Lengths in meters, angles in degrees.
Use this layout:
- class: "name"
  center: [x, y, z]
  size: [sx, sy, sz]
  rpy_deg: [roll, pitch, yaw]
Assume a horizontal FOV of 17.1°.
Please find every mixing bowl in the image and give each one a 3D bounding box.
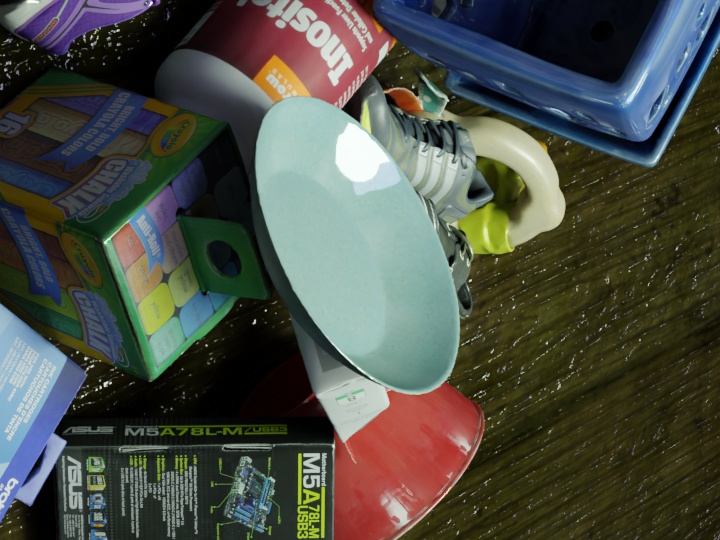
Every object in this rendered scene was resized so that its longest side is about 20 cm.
- class: "mixing bowl"
  center: [-0.021, 0.122, 1.765]
  size: [0.200, 0.200, 0.108]
  rpy_deg: [-47, 110, -28]

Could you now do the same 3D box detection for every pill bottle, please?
- class: "pill bottle"
  center: [-0.065, -0.133, 1.615]
  size: [0.200, 0.113, 0.113]
  rpy_deg: [-53, 142, -23]

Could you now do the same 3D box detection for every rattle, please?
- class: "rattle"
  center: [0.081, -0.119, 1.859]
  size: [0.200, 0.130, 0.143]
  rpy_deg: [45, 56, -24]

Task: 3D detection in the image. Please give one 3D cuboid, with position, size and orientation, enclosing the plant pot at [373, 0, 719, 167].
- class: "plant pot"
  center: [0.151, -0.191, 1.633]
  size: [0.200, 0.200, 0.180]
  rpy_deg: [-63, 157, -11]

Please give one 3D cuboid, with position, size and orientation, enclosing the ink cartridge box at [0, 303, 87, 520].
- class: "ink cartridge box"
  center: [-0.261, 0.082, 1.495]
  size: [0.137, 0.076, 0.200]
  rpy_deg: [-61, 146, -12]

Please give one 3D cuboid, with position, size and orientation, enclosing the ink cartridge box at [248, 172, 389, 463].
- class: "ink cartridge box"
  center: [-0.019, 0.030, 1.606]
  size: [0.050, 0.161, 0.200]
  rpy_deg: [-19, 161, 3]

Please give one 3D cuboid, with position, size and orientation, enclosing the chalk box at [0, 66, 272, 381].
- class: "chalk box"
  center: [-0.144, -0.024, 1.486]
  size: [0.124, 0.200, 0.125]
  rpy_deg: [-45, 138, -31]

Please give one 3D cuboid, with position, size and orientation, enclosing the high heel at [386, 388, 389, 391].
- class: "high heel"
  center: [0.000, 0.000, 1.727]
  size: [0.200, 0.067, 0.096]
  rpy_deg: [-94, -176, -54]

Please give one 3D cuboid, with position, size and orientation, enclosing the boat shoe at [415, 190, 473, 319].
- class: "boat shoe"
  center: [0.053, -0.010, 1.746]
  size: [0.200, 0.057, 0.069]
  rpy_deg: [83, -5, -69]

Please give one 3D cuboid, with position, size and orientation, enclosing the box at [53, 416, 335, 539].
- class: "box"
  center: [-0.114, 0.197, 1.666]
  size: [0.193, 0.048, 0.200]
  rpy_deg: [-2, 115, -5]

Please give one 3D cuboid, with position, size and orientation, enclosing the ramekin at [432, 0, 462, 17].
- class: "ramekin"
  center: [0.058, -0.281, 1.719]
  size: [0.200, 0.098, 0.201]
  rpy_deg: [-28, 127, -43]

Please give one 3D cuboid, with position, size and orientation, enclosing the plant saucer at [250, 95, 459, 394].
- class: "plant saucer"
  center: [-0.013, -0.010, 1.474]
  size: [0.201, 0.039, 0.201]
  rpy_deg: [38, 37, -36]

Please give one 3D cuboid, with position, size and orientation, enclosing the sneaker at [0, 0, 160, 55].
- class: "sneaker"
  center: [-0.134, -0.205, 1.463]
  size: [0.200, 0.081, 0.083]
  rpy_deg: [-32, 138, 15]

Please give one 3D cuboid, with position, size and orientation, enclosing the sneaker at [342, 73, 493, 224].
- class: "sneaker"
  center: [0.038, -0.091, 1.743]
  size: [0.081, 0.074, 0.200]
  rpy_deg: [-23, 151, 7]
